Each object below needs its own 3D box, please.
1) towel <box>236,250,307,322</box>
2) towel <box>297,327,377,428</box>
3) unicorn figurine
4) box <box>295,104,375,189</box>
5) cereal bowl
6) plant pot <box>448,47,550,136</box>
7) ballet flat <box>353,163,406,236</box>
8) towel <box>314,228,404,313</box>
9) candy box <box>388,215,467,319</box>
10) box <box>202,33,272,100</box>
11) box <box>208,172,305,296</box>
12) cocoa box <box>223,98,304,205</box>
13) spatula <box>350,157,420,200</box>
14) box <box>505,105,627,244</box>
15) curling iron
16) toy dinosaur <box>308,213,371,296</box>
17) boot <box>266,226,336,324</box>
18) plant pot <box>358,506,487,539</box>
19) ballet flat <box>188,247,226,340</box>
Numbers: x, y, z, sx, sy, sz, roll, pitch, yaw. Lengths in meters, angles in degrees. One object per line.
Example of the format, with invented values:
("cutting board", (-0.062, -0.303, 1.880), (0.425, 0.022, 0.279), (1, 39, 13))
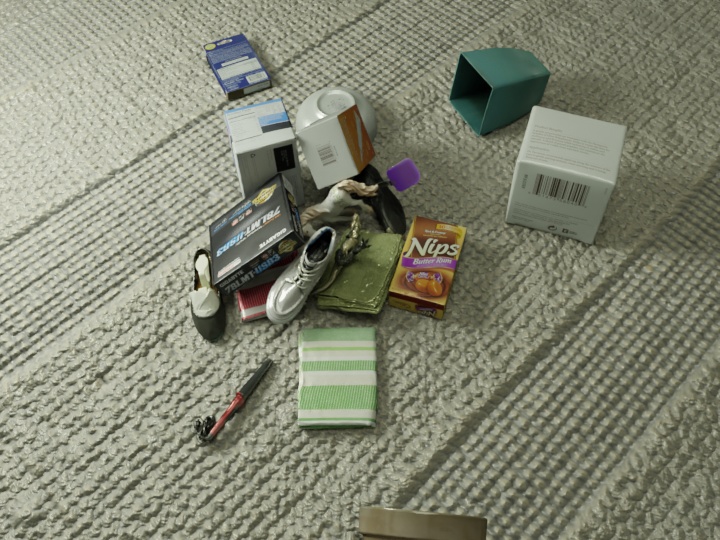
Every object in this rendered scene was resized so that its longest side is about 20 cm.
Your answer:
("towel", (-0.188, -0.001, 1.459), (0.142, 0.023, 0.202), (-17, 56, 4))
("towel", (-0.043, 0.197, 1.335), (0.150, 0.024, 0.202), (-1, 54, -1))
("unicorn figurine", (-0.053, -0.126, 1.506), (0.135, 0.201, 0.074), (5, 43, -30))
("box", (-0.048, -0.267, 1.529), (0.096, 0.126, 0.200), (-18, 15, 17))
("cereal bowl", (-0.057, -0.363, 1.691), (0.196, 0.084, 0.203), (0, 54, 0))
("plant pot", (0.339, -0.440, 1.713), (0.197, 0.142, 0.142), (-19, 57, -22))
("ballet flat", (0.044, -0.146, 1.568), (0.066, 0.057, 0.202), (-4, 55, -37))
("towel", (0.000, 0.000, 1.453), (0.146, 0.037, 0.202), (8, 55, 19))
("candy box", (0.138, -0.010, 1.458), (0.115, 0.057, 0.202), (14, 55, 11))
("box", (-0.316, -0.522, 1.834), (0.120, 0.033, 0.201), (-21, 59, -14))
("box", (-0.211, -0.074, 1.431), (0.198, 0.050, 0.200), (-33, 39, 14))
("cocoa box", (-0.203, -0.238, 1.531), (0.131, 0.201, 0.132), (-15, 55, -9))
("spatula", (0.041, -0.176, 1.510), (0.198, 0.057, 0.021), (-20, 25, 41))
("box", (0.423, -0.198, 1.500), (0.196, 0.201, 0.173), (15, 58, 12))
("curling iron", (-0.229, 0.231, 1.308), (0.049, 0.026, 0.200), (34, 61, 18))
("toy dinosaur", (-0.031, -0.030, 1.420), (0.047, 0.088, 0.201), (39, 65, -16))
("boot", (-0.112, 0.003, 1.361), (0.073, 0.096, 0.202), (30, 66, -1))
("plant pot", (0.089, 0.450, 1.069), (0.196, 0.200, 0.176), (4, 70, 3))
("ballet flat", (-0.308, 0.040, 1.417), (0.067, 0.069, 0.202), (-13, 56, -2))
